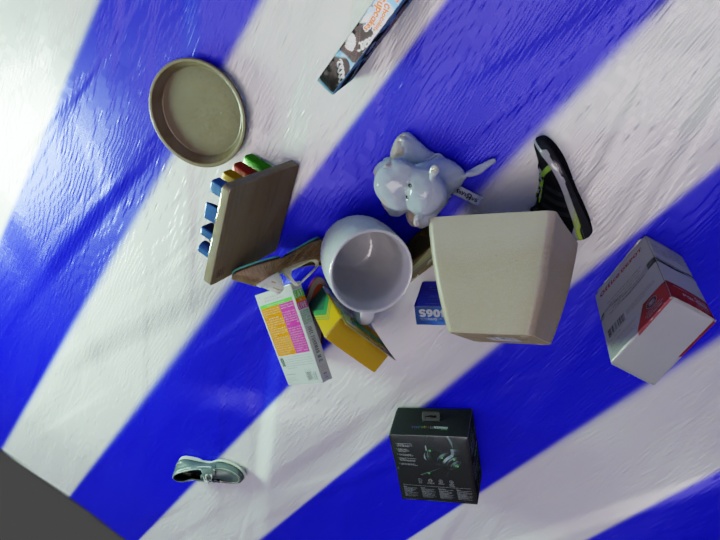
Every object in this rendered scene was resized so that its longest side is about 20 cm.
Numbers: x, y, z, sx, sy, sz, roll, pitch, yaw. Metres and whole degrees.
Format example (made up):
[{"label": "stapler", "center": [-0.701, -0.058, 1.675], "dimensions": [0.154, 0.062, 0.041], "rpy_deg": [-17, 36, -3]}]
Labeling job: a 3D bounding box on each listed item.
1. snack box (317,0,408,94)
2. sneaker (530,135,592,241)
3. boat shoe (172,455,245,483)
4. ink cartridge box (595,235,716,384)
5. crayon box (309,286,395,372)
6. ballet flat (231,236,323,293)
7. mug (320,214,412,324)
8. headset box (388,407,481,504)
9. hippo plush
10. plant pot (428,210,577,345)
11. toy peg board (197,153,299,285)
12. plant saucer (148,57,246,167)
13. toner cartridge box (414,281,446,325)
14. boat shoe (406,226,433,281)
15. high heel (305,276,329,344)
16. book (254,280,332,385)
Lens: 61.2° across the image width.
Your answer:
[{"label": "snack box", "center": [0.017, -0.372, 0.946], "dimensions": [0.037, 0.116, 0.200], "rpy_deg": [40, 122, -7]}, {"label": "sneaker", "center": [0.317, -0.122, 1.013], "dimensions": [0.082, 0.072, 0.201], "rpy_deg": [-21, 110, 27]}, {"label": "boat shoe", "center": [-0.397, 0.535, 1.589], "dimensions": [0.197, 0.062, 0.074], "rpy_deg": [4, 118, 15]}, {"label": "ink cartridge box", "center": [0.468, 0.059, 0.989], "dimensions": [0.082, 0.201, 0.148], "rpy_deg": [26, 122, -2]}, {"label": "crayon box", "center": [-0.021, 0.114, 1.154], "dimensions": [0.125, 0.200, 0.052], "rpy_deg": [38, 94, -22]}, {"label": "ballet flat", "center": [-0.144, 0.000, 1.158], "dimensions": [0.068, 0.199, 0.073], "rpy_deg": [-32, 82, 59]}, {"label": "mug", "center": [0.000, 0.000, 1.099], "dimensions": [0.146, 0.175, 0.203], "rpy_deg": [-7, 110, -12]}, {"label": "headset box", "center": [0.164, 0.396, 1.324], "dimensions": [0.172, 0.093, 0.202], "rpy_deg": [-4, 116, 19]}, {"label": "hippo plush", "center": [0.098, -0.124, 1.020], "dimensions": [0.198, 0.161, 0.161], "rpy_deg": [21, 120, 10]}, {"label": "plant pot", "center": [0.228, 0.023, 0.978], "dimensions": [0.198, 0.199, 0.179], "rpy_deg": [0, 78, 29]}, {"label": "toy peg board", "center": [-0.229, -0.109, 1.126], "dimensions": [0.097, 0.199, 0.202], "rpy_deg": [31, 123, 17]}, {"label": "plant saucer", "center": [-0.300, -0.293, 1.137], "dimensions": [0.197, 0.030, 0.202], "rpy_deg": [7, 118, 14]}, {"label": "toner cartridge box", "center": [0.206, 0.061, 1.132], "dimensions": [0.197, 0.095, 0.044], "rpy_deg": [0, 119, 18]}, {"label": "boat shoe", "center": [0.093, -0.009, 1.149], "dimensions": [0.063, 0.074, 0.200], "rpy_deg": [28, 122, -36]}, {"label": "high heel", "center": [-0.105, 0.105, 1.284], "dimensions": [0.067, 0.096, 0.203], "rpy_deg": [3, 100, -23]}, {"label": "book", "center": [-0.134, 0.130, 1.232], "dimensions": [0.133, 0.048, 0.202], "rpy_deg": [-15, 93, 53]}]
